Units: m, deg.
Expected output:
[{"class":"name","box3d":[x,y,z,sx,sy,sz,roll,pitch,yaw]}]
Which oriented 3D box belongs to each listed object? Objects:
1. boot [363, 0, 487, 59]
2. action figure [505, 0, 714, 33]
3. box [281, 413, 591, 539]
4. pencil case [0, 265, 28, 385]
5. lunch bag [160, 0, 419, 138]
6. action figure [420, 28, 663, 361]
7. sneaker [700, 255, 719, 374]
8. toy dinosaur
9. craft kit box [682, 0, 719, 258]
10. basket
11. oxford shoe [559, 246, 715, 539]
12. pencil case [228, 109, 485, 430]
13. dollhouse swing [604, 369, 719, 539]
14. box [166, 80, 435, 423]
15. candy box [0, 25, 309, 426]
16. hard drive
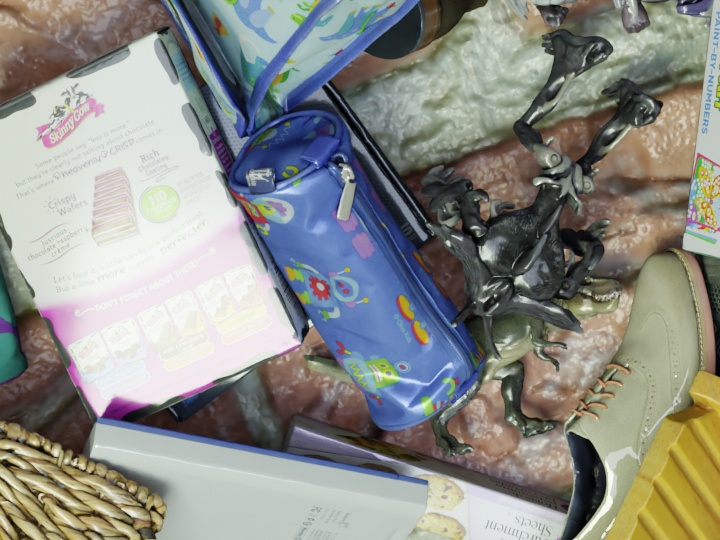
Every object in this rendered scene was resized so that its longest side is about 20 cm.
[{"class":"boot","box3d":[-0.014,-0.199,1.488,0.200,0.097,0.075,40,127,20]},{"class":"action figure","box3d":[0.147,-0.168,1.440,0.199,0.130,0.070,-1,105,-26]},{"class":"box","box3d":[0.046,0.140,1.541,0.199,0.039,0.042,19,98,-3]},{"class":"pencil case","box3d":[-0.269,-0.011,1.495,0.092,0.085,0.201,-21,98,-27]},{"class":"lunch bag","box3d":[-0.063,-0.187,1.394,0.127,0.200,0.171,-26,81,-33]},{"class":"action figure","box3d":[0.103,-0.037,1.480,0.119,0.102,0.201,34,73,-11]},{"class":"sneaker","box3d":[0.303,0.046,1.514,0.198,0.076,0.115,4,100,2]},{"class":"toy dinosaur","box3d":[0.073,0.065,1.529,0.199,0.047,0.089,-17,82,3]},{"class":"craft kit box","box3d":[0.286,-0.105,1.458,0.199,0.048,0.199,-1,98,-35]},{"class":"basket","box3d":[-0.218,0.198,1.448,0.142,0.200,0.150,26,58,-5]},{"class":"oxford shoe","box3d":[0.165,0.082,1.502,0.073,0.071,0.201,9,84,-19]},{"class":"pencil case","box3d":[0.000,0.000,1.440,0.078,0.087,0.201,-46,119,-28]},{"class":"dollhouse swing","box3d":[0.252,0.201,1.434,0.175,0.182,0.201,17,68,35]},{"class":"box","box3d":[-0.077,-0.029,1.511,0.200,0.051,0.158,-35,95,5]},{"class":"candy box","box3d":[-0.132,-0.024,1.455,0.136,0.061,0.201,-24,98,7]},{"class":"hard drive","box3d":[-0.073,0.141,1.487,0.199,0.132,0.026,12,59,-12]}]
